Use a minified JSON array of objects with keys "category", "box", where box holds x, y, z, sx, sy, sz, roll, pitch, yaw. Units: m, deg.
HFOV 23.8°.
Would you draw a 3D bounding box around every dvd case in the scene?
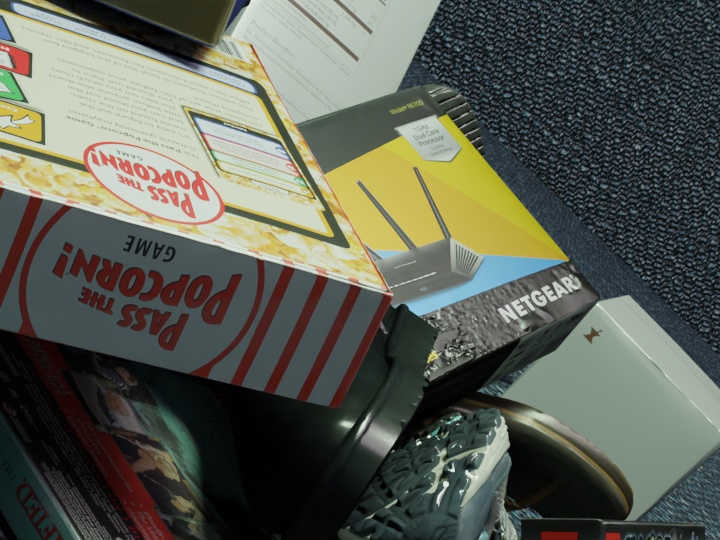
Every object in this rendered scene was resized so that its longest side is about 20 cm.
[{"category":"dvd case","box":[-0.062,0.083,0.601,0.146,0.022,0.200,51,13,27]}]

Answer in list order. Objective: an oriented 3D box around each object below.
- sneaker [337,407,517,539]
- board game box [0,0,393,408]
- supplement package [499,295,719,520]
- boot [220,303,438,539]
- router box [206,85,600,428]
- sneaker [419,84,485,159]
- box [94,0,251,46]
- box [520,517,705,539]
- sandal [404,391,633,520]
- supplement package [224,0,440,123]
[{"category":"sneaker","box":[0.040,0.108,0.697,0.087,0.077,0.200,62,2,2]},{"category":"board game box","box":[-0.089,-0.042,0.567,0.151,0.046,0.200,16,23,-25]},{"category":"supplement package","box":[0.167,0.098,1.136,0.117,0.117,0.200,48,11,10]},{"category":"boot","box":[-0.056,0.015,0.627,0.162,0.074,0.198,34,16,-3]},{"category":"router box","box":[0.000,0.000,0.804,0.199,0.051,0.149,-23,67,-45]},{"category":"sneaker","box":[0.019,-0.022,0.981,0.074,0.201,0.088,-21,39,-31]},{"category":"box","box":[-0.101,-0.135,0.693,0.121,0.033,0.200,21,11,-5]},{"category":"box","box":[0.117,0.166,0.755,0.200,0.035,0.111,21,68,-65]},{"category":"sandal","box":[0.041,0.088,0.852,0.199,0.055,0.082,29,-27,-13]},{"category":"supplement package","box":[-0.038,-0.146,0.998,0.109,0.201,0.113,39,-26,-28]}]
